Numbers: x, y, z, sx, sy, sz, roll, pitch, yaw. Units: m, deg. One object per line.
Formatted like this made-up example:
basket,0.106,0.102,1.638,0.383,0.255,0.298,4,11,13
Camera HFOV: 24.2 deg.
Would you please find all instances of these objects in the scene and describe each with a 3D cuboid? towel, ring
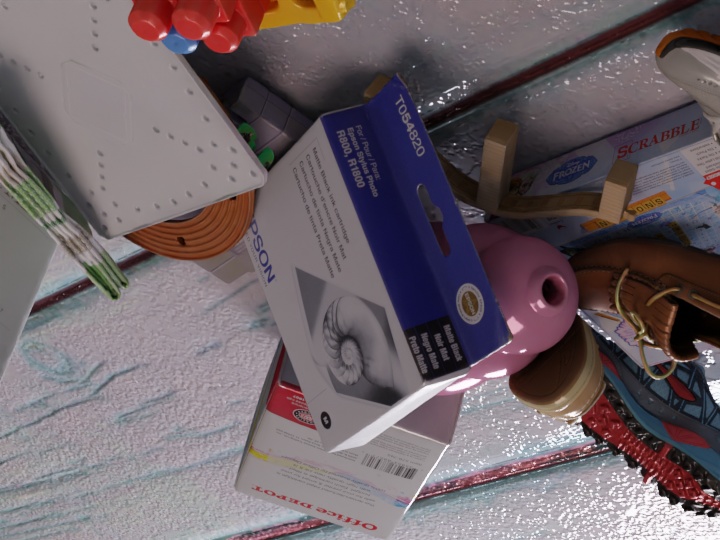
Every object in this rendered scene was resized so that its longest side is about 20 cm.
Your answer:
towel,-0.250,-0.078,1.253,0.031,0.149,0.200,-37,135,-1
ring,-0.157,-0.094,1.221,0.199,0.019,0.202,23,136,23

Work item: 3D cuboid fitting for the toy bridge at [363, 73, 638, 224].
toy bridge,0.093,-0.070,1.139,0.198,0.027,0.068,22,137,16

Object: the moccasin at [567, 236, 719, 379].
moccasin,0.218,0.029,1.132,0.200,0.078,0.074,15,156,34

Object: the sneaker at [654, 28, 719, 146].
sneaker,0.251,-0.066,1.040,0.199,0.076,0.092,36,107,-12

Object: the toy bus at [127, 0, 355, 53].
toy bus,-0.047,-0.195,0.925,0.198,0.194,0.136,-1,141,22

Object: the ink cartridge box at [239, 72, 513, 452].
ink cartridge box,0.000,0.000,1.142,0.040,0.202,0.200,-11,162,-36

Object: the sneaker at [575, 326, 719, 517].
sneaker,0.228,0.102,1.327,0.200,0.095,0.079,43,146,8

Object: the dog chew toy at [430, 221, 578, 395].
dog chew toy,0.080,0.022,1.169,0.124,0.126,0.199,32,161,-21

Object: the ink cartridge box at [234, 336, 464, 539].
ink cartridge box,-0.004,0.101,1.363,0.144,0.146,0.201,19,146,-5

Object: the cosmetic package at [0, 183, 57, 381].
cosmetic package,-0.372,0.004,1.335,0.165,0.202,0.167,-13,137,37

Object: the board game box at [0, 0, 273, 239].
board game box,-0.177,-0.124,1.168,0.199,0.026,0.201,-15,118,45

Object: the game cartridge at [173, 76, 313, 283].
game cartridge,-0.091,-0.063,1.271,0.129,0.039,0.199,30,144,-25

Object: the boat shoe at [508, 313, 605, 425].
boat shoe,0.148,0.073,1.203,0.064,0.071,0.200,43,-175,-8

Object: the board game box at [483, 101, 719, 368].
board game box,0.225,-0.020,1.187,0.199,0.041,0.199,-19,132,41
